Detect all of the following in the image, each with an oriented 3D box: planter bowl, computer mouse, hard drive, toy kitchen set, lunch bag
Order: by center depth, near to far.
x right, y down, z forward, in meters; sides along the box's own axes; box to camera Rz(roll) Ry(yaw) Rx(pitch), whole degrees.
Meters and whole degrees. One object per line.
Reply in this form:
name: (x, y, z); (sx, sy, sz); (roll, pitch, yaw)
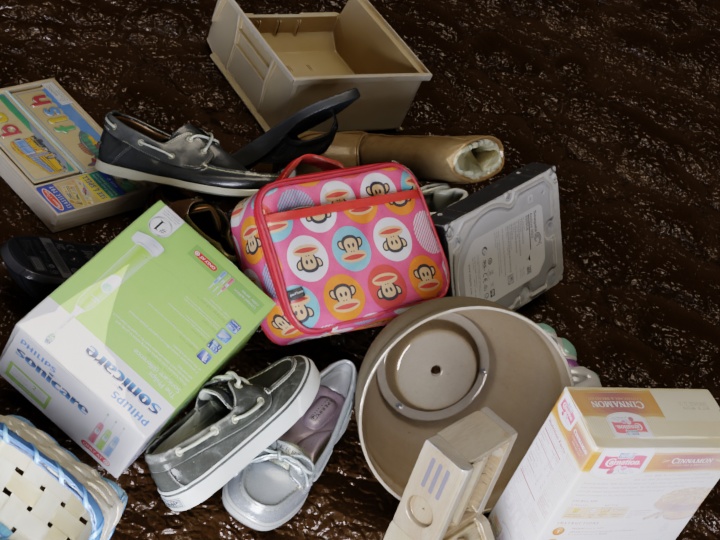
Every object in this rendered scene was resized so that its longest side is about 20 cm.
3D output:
toy kitchen set: (0.094, 0.260, 1.189); (0.200, 0.181, 0.163); (39, 40, 26)
planter bowl: (0.084, 0.109, 1.383); (0.200, 0.201, 0.135); (13, 13, -15)
computer mouse: (-0.240, 0.026, 1.409); (0.200, 0.046, 0.140); (1, 37, -45)
lunch bag: (-0.022, -0.029, 1.432); (0.200, 0.082, 0.176); (-13, 80, -35)
hard drive: (0.145, -0.020, 1.587); (0.038, 0.140, 0.200); (13, 28, 39)

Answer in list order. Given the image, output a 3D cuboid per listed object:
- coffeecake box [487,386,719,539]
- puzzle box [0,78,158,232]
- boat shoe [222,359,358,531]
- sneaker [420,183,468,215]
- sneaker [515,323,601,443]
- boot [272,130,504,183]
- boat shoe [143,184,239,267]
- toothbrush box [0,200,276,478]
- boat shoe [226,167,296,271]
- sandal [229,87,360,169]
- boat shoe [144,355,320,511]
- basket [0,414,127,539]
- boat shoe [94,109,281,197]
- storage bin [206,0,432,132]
coffeecake box: (0.217, 0.196, 1.319); (0.153, 0.200, 0.073); (4, 41, -26)
puzzle box: (-0.323, -0.125, 1.560); (0.133, 0.025, 0.200); (-22, 56, -43)
boat shoe: (-0.059, 0.153, 1.333); (0.074, 0.065, 0.202); (31, 38, 10)
sneaker: (0.110, -0.034, 1.614); (0.200, 0.116, 0.074); (2, 40, -30)
sneaker: (0.177, 0.133, 1.477); (0.200, 0.078, 0.140); (39, 38, 19)
boot: (0.028, -0.122, 1.635); (0.200, 0.066, 0.175); (8, 22, 39)
boat shoe: (-0.160, -0.038, 1.484); (0.072, 0.068, 0.200); (18, 25, -35)
toothbrush box: (-0.195, 0.057, 1.311); (0.146, 0.086, 0.200); (41, 48, 1)
boat shoe: (-0.103, -0.036, 1.538); (0.068, 0.074, 0.200); (3, 47, 4)
sandal: (-0.078, -0.130, 1.593); (0.048, 0.200, 0.075); (60, 15, 1)
boat shoe: (-0.107, 0.123, 1.288); (0.200, 0.071, 0.064); (-44, 117, -42)
basket: (-0.271, 0.189, 1.092); (0.176, 0.139, 0.200); (34, 7, 13)
boat shoe: (-0.171, -0.114, 1.509); (0.200, 0.068, 0.072); (14, 6, 10)
storage bin: (-0.056, -0.258, 1.814); (0.200, 0.094, 0.199); (-8, 48, -35)
